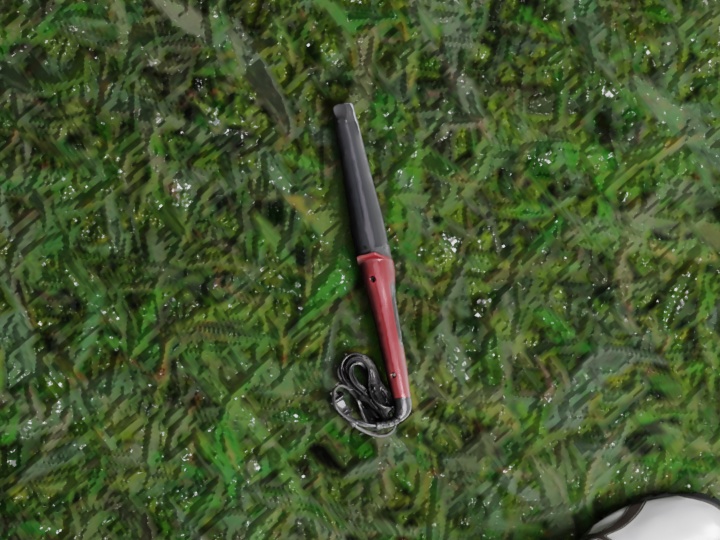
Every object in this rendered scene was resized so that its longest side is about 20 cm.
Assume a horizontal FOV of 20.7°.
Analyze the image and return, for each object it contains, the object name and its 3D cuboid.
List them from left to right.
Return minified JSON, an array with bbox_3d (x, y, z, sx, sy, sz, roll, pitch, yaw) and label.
[{"bbox_3d":[0.000,0.000,1.184,0.049,0.026,0.202,-4,90,-10],"label":"curling iron"},{"bbox_3d":[0.142,0.194,1.168,0.199,0.094,0.078,-25,92,-8],"label":"golf shoe"}]
